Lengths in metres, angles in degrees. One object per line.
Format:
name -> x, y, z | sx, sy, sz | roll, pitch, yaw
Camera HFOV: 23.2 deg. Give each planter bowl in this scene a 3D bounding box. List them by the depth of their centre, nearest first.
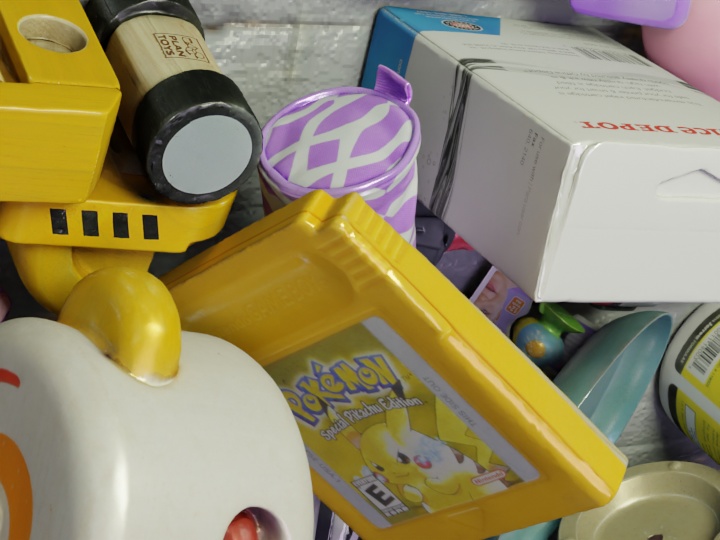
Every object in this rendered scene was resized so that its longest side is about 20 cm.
planter bowl -> 0.197, 0.207, 1.106 | 0.200, 0.200, 0.135 | -25, 118, -14

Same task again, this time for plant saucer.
plant saucer -> 0.121, 0.104, 1.051 | 0.200, 0.027, 0.200 | -49, 161, -24

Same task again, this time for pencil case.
pencil case -> 0.000, 0.000, 0.881 | 0.085, 0.084, 0.200 | -35, 144, -22

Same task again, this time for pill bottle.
pill bottle -> 0.282, 0.101, 1.083 | 0.112, 0.200, 0.113 | -13, 122, -22

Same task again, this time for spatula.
spatula -> 0.073, -0.154, 0.902 | 0.199, 0.021, 0.057 | 0, 125, -7

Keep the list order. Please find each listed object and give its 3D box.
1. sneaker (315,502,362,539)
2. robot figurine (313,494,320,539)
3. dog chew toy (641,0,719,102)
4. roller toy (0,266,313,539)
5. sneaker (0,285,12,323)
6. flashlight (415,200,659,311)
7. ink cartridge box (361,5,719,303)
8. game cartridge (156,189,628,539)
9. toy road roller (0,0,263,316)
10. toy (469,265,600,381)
sneaker -> 0.014, 0.136, 1.008 | 0.082, 0.072, 0.201 | 5, 110, -6
robot figurine -> -0.083, 0.163, 0.974 | 0.169, 0.113, 0.201 | -29, 134, -53
dog chew toy -> 0.217, -0.089, 0.982 | 0.124, 0.125, 0.201 | -11, 115, -23
roller toy -> -0.123, 0.114, 0.802 | 0.139, 0.183, 0.200 | 9, 145, -43
sneaker -> -0.231, 0.071, 0.872 | 0.088, 0.080, 0.201 | -5, 127, -54
flashlight -> 0.085, -0.015, 0.995 | 0.199, 0.068, 0.068 | 4, 113, -32
ink cartridge box -> 0.106, -0.062, 0.895 | 0.146, 0.200, 0.086 | 2, 116, -29
game cartridge -> 0.002, 0.058, 0.848 | 0.200, 0.176, 0.032 | 43, 52, -18
toy road roller -> -0.152, -0.053, 0.815 | 0.199, 0.123, 0.146 | 3, 126, -30
toy -> 0.067, 0.105, 1.064 | 0.115, 0.047, 0.200 | 30, 99, -35
